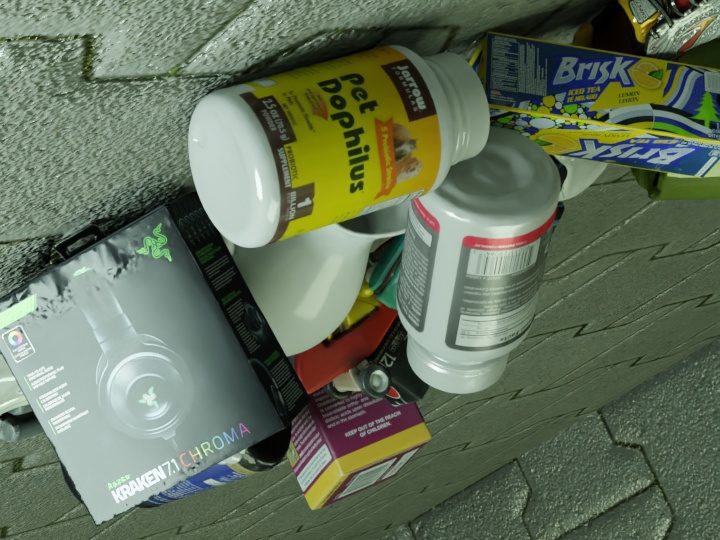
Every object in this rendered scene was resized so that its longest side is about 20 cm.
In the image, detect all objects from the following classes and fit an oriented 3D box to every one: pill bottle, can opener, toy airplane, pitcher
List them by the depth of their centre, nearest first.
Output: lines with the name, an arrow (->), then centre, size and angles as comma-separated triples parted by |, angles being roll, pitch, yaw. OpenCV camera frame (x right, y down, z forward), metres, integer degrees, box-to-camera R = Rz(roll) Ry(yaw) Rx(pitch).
pill bottle -> -0.011, -0.092, 1.412 | 0.199, 0.110, 0.109 | -18, 166, -29
pill bottle -> 0.085, -0.002, 1.550 | 0.110, 0.111, 0.201 | -19, 140, -25
pitcher -> -0.067, -0.019, 1.624 | 0.170, 0.122, 0.200 | 12, 142, -27
toy airplane -> 0.000, 0.000, 1.787 | 0.200, 0.141, 0.200 | -38, -156, 19
can opener -> -0.316, 0.120, 1.821 | 0.199, 0.066, 0.053 | -12, 125, -52
pill bottle -> -0.168, 0.148, 1.822 | 0.199, 0.113, 0.112 | -21, 171, 29

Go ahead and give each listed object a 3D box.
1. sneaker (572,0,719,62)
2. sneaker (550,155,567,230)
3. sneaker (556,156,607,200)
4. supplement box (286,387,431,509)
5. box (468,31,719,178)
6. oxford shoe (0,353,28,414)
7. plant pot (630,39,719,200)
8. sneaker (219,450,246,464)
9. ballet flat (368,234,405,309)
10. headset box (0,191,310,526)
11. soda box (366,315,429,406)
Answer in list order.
sneaker -> 0.244, -0.199, 1.541 | 0.082, 0.078, 0.200 | -9, 159, -47
sneaker -> 0.144, -0.031, 1.754 | 0.082, 0.073, 0.200 | -40, 163, -14
sneaker -> 0.151, -0.098, 1.782 | 0.199, 0.071, 0.080 | -17, 162, -30
supplement box -> -0.031, 0.108, 1.954 | 0.102, 0.201, 0.131 | -20, 167, -21
box -> 0.181, -0.125, 1.551 | 0.198, 0.065, 0.070 | 9, 159, -10
oxford shoe -> -0.311, 0.088, 1.690 | 0.198, 0.076, 0.058 | -21, 124, 17
plant pot -> 0.330, -0.138, 1.770 | 0.188, 0.202, 0.200 | -10, 165, -8
sneaker -> -0.190, 0.139, 1.707 | 0.199, 0.078, 0.091 | -14, 176, 39
ballet flat -> 0.079, -0.054, 1.643 | 0.201, 0.070, 0.067 | -62, -167, 12
headset box -> -0.164, 0.059, 1.540 | 0.173, 0.201, 0.093 | -27, -177, 13
soda box -> 0.070, 0.026, 1.888 | 0.201, 0.063, 0.071 | -58, -168, -18
